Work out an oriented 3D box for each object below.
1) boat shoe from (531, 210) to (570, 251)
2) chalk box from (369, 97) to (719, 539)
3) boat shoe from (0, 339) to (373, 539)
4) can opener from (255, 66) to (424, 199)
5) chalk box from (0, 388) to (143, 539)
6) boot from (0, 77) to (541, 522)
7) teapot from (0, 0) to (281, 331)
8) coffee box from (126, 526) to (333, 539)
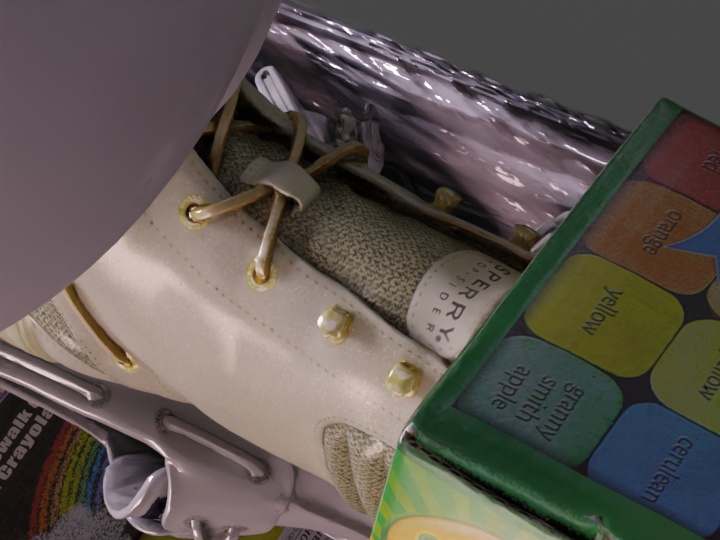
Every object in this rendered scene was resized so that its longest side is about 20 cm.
[{"bbox_3d":[0.055,0.025,0.732,0.062,0.075,0.200,32,169,-8],"label":"boat shoe"},{"bbox_3d":[0.075,0.060,0.572,0.123,0.124,0.201,28,135,15],"label":"chalk box"},{"bbox_3d":[-0.052,0.048,0.820,0.200,0.066,0.074,35,166,-18],"label":"boat shoe"},{"bbox_3d":[0.000,0.000,0.821,0.053,0.066,0.200,62,-173,26],"label":"can opener"},{"bbox_3d":[-0.157,0.031,0.909,0.124,0.125,0.200,30,172,31],"label":"chalk box"},{"bbox_3d":[-0.028,-0.027,0.639,0.154,0.072,0.201,28,145,26],"label":"boot"},{"bbox_3d":[-0.081,-0.073,0.472,0.146,0.198,0.200,-8,-130,-44],"label":"teapot"},{"bbox_3d":[-0.070,0.089,1.080,0.199,0.201,0.198,27,169,30],"label":"coffee box"}]
